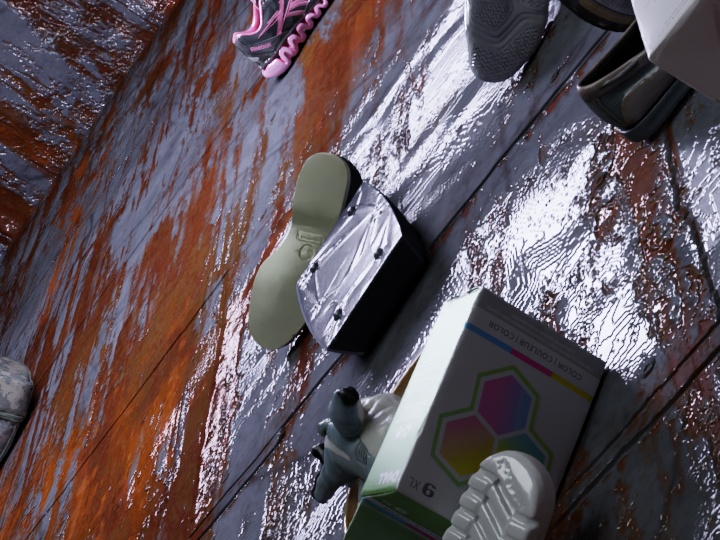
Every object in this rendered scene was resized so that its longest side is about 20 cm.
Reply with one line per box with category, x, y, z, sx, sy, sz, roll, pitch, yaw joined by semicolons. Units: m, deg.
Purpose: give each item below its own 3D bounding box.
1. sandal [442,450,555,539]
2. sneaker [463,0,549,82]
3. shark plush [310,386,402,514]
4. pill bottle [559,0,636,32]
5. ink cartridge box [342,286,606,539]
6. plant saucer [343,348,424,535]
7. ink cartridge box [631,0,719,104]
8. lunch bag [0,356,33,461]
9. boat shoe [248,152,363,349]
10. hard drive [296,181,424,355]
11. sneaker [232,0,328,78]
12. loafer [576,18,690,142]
sandal;0.073;0.202;1.194;0.083;0.050;0.203;49;122;39
sneaker;0.126;-0.259;1.783;0.114;0.075;0.201;139;140;-75
shark plush;-0.006;0.139;1.390;0.200;0.091;0.084;-29;64;52
pill bottle;0.225;-0.279;1.451;0.200;0.112;0.112;-49;19;46
ink cartridge box;0.070;0.124;1.245;0.059;0.104;0.201;-23;39;64
plant saucer;0.057;0.124;1.402;0.200;0.035;0.200;-52;18;24
ink cartridge box;0.236;-0.173;1.254;0.067;0.117;0.200;-53;17;26
lunch bag;-0.579;0.216;2.929;0.200;0.139;0.169;-157;82;-74
boat shoe;-0.049;-0.015;1.915;0.063;0.073;0.202;20;-89;-68
hard drive;0.000;0.000;1.768;0.135;0.042;0.200;-56;17;8
sneaker;-0.098;-0.358;2.582;0.200;0.095;0.079;-58;15;-1
loafer;0.231;-0.188;1.388;0.200;0.063;0.072;-57;17;9
